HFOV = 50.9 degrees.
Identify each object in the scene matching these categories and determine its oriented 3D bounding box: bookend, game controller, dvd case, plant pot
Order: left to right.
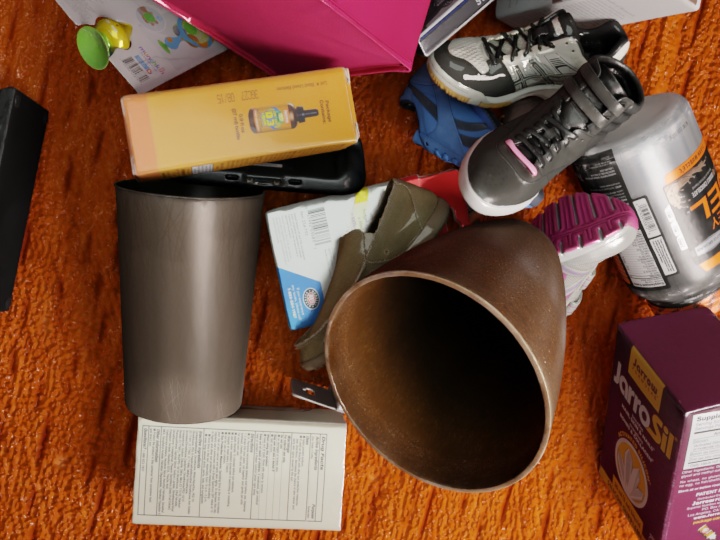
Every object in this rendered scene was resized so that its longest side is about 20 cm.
[{"bbox_3d":[-0.418,-0.079,0.700,0.194,0.092,0.205,11,88,-5],"label":"bookend"},{"bbox_3d":[-0.091,-0.112,0.734,0.194,0.043,0.106,3,47,-6],"label":"game controller"},{"bbox_3d":[0.098,-0.291,0.729,0.199,0.150,0.025,-40,125,-4],"label":"dvd case"},{"bbox_3d":[0.097,0.041,0.630,0.189,0.186,0.200,53,41,-4],"label":"plant pot"}]

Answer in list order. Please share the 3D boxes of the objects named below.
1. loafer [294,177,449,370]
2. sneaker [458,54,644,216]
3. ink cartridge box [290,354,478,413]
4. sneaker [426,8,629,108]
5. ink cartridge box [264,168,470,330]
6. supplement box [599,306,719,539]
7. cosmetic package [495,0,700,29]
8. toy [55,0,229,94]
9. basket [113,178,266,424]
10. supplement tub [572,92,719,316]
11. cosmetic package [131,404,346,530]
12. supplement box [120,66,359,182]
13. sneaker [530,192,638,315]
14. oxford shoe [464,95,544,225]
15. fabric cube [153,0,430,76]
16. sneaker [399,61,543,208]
[{"bbox_3d":[0.000,0.000,0.690,0.067,0.076,0.201,40,78,-6],"label":"loafer"},{"bbox_3d":[0.161,-0.120,0.629,0.198,0.099,0.071,-34,81,-34],"label":"sneaker"},{"bbox_3d":[0.034,0.110,0.737,0.195,0.115,0.070,17,88,-6],"label":"ink cartridge box"},{"bbox_3d":[0.156,-0.204,0.699,0.194,0.088,0.077,-4,58,-20],"label":"sneaker"},{"bbox_3d":[0.011,-0.023,0.758,0.194,0.067,0.120,-13,93,-6],"label":"ink cartridge box"},{"bbox_3d":[0.307,0.161,0.721,0.100,0.132,0.205,-9,121,-6],"label":"supplement box"},{"bbox_3d":[0.223,-0.288,0.709,0.072,0.198,0.105,12,89,-30],"label":"cosmetic package"},{"bbox_3d":[-0.187,-0.229,0.706,0.115,0.200,0.047,47,128,-5],"label":"toy"},{"bbox_3d":[-0.159,0.025,0.700,0.132,0.180,0.206,4,99,-3],"label":"basket"},{"bbox_3d":[0.298,-0.059,0.751,0.121,0.122,0.203,-32,107,-5],"label":"supplement tub"},{"bbox_3d":[-0.114,0.187,0.737,0.194,0.087,0.107,5,89,-5],"label":"cosmetic package"},{"bbox_3d":[-0.103,-0.126,0.661,0.194,0.069,0.069,-10,91,-11],"label":"supplement box"},{"bbox_3d":[0.190,-0.002,0.745,0.088,0.198,0.083,40,45,-21],"label":"sneaker"},{"bbox_3d":[0.161,-0.123,0.781,0.073,0.071,0.200,42,79,12],"label":"oxford shoe"},{"bbox_3d":[-0.050,-0.300,0.642,0.198,0.193,0.205,23,80,-43],"label":"fabric cube"},{"bbox_3d":[0.103,-0.123,0.736,0.078,0.065,0.202,-41,58,17],"label":"sneaker"}]
